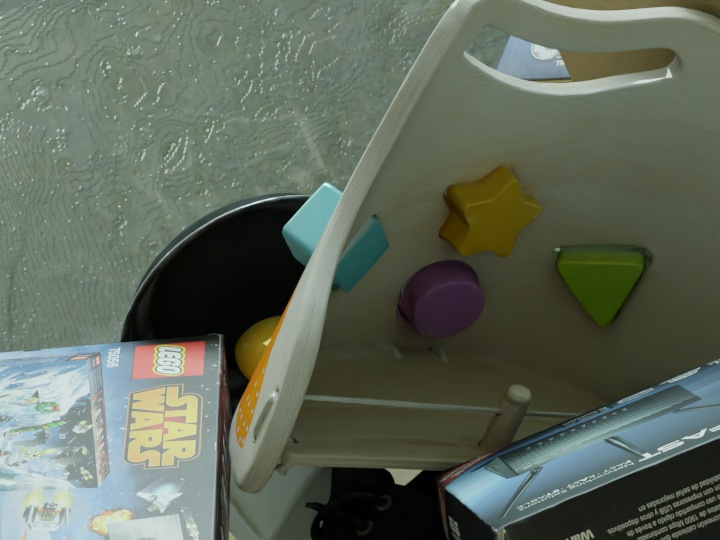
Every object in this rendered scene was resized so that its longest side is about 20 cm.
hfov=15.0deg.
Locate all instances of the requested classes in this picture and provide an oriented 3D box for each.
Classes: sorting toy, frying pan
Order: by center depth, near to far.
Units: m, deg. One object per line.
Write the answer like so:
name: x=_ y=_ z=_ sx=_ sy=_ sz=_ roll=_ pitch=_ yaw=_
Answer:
sorting toy: x=0.056 y=-0.015 z=0.974 sx=0.199 sy=0.180 sz=0.107 roll=5 pitch=30 yaw=-30
frying pan: x=-0.009 y=-0.008 z=1.029 sx=0.190 sy=0.115 sz=0.031 roll=-38 pitch=45 yaw=4

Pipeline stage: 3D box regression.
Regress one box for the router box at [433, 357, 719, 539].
router box: x=0.130 y=0.065 z=0.885 sx=0.200 sy=0.062 sz=0.150 roll=-22 pitch=5 yaw=-5

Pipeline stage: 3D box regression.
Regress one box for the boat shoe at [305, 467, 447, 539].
boat shoe: x=0.013 y=0.100 z=1.058 sx=0.199 sy=0.066 sz=0.074 roll=-24 pitch=4 yaw=-31

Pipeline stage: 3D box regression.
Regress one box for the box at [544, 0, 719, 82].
box: x=0.173 y=-0.056 z=1.000 sx=0.200 sy=0.164 sz=0.021 roll=7 pitch=55 yaw=32

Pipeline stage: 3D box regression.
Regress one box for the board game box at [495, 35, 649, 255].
board game box: x=0.168 y=-0.048 z=1.080 sx=0.200 sy=0.136 sz=0.035 roll=2 pitch=55 yaw=36

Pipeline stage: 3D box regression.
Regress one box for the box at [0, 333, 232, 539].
box: x=-0.113 y=0.090 z=0.915 sx=0.136 sy=0.040 sz=0.200 roll=-5 pitch=27 yaw=1

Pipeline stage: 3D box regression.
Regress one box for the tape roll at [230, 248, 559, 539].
tape roll: x=0.017 y=0.044 z=1.167 sx=0.202 sy=0.071 sz=0.203 roll=-36 pitch=-19 yaw=-14
